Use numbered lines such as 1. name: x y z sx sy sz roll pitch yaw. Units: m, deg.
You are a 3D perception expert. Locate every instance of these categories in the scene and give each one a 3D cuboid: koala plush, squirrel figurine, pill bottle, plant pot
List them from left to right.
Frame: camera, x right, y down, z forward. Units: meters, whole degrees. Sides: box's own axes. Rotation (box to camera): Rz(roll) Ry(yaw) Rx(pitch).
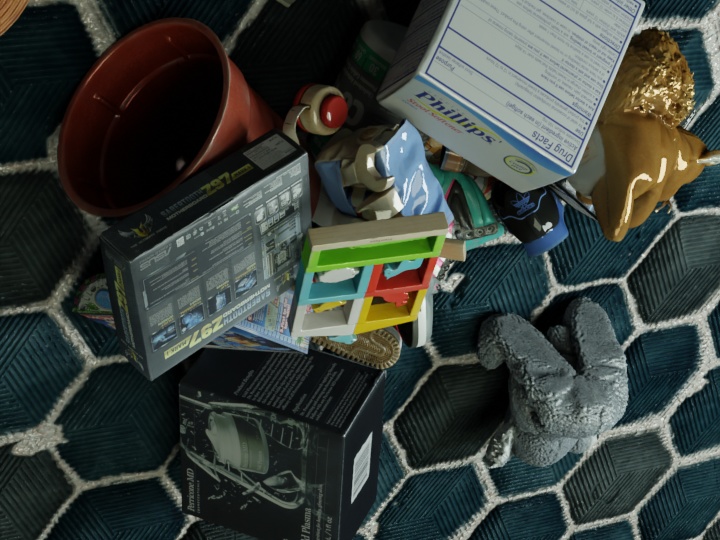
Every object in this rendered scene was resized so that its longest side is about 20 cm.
1. plant pot: -0.149 -0.104 1.479 0.201 0.201 0.195 -44 140 9
2. pill bottle: 0.011 -0.142 1.577 0.113 0.113 0.201 11 118 -34
3. koala plush: 0.231 0.170 1.910 0.176 0.184 0.201 -8 140 -22
4. squirrel figurine: 0.294 -0.142 1.583 0.186 0.141 0.201 -4 117 -40

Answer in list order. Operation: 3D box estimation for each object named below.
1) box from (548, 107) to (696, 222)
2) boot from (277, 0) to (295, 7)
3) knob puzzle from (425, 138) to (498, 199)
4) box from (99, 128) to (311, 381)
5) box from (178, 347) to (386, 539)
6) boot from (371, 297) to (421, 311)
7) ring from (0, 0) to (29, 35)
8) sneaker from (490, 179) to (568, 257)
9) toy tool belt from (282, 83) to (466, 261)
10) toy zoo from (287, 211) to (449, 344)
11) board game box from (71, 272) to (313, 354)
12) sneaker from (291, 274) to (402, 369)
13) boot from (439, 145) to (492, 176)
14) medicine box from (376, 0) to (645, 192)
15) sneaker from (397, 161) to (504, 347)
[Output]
1. box: 0.244 -0.165 1.678 0.200 0.086 0.164 35 91 -41
2. boot: -0.008 -0.325 1.454 0.181 0.073 0.200 34 98 -27
3. knob puzzle: 0.128 -0.149 1.690 0.218 0.031 0.221 -14 130 -18
4. box: -0.131 -0.014 1.383 0.199 0.051 0.158 -34 144 -26
5. box: -0.087 0.190 1.711 0.124 0.195 0.201 -53 153 -48
6. boot: 0.000 0.000 1.620 0.073 0.200 0.076 -22 112 -24
7. ring: -0.375 -0.271 1.337 0.199 0.019 0.201 -15 131 -18
8. sneaker: 0.176 -0.078 1.671 0.070 0.200 0.078 -31 104 4
9. toy tool belt: 0.025 -0.090 1.463 0.125 0.122 0.201 -49 129 -26
10. toy zoo: 0.002 0.014 1.465 0.130 0.021 0.200 -8 151 -14
11. board game box: -0.174 0.029 1.551 0.199 0.062 0.200 3 166 20
12. sneaker: -0.040 0.026 1.720 0.199 0.113 0.071 31 118 -8
13. boot: 0.147 -0.185 1.578 0.096 0.075 0.201 15 78 -2
14. medicine box: 0.143 -0.209 1.474 0.181 0.103 0.201 30 72 -16
15. sneaker: 0.095 -0.021 1.675 0.120 0.084 0.202 -4 99 -18
